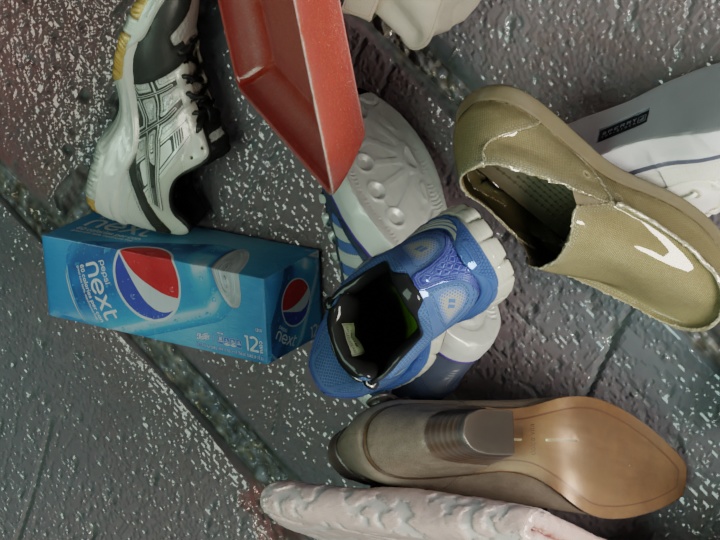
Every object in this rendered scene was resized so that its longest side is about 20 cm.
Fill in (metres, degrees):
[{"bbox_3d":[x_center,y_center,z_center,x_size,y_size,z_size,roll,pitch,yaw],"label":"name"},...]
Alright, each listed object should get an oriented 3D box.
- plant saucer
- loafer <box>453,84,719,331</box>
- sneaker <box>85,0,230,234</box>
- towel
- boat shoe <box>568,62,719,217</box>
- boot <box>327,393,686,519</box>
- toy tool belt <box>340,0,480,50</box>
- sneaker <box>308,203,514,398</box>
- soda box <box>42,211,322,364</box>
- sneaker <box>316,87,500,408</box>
[{"bbox_3d":[-0.051,-0.173,1.241,0.200,0.037,0.201,-129,24,-58],"label":"plant saucer"},{"bbox_3d":[0.129,-0.022,1.150,0.200,0.068,0.076,34,140,-4],"label":"loafer"},{"bbox_3d":[-0.123,-0.116,1.377,0.087,0.076,0.201,22,123,10],"label":"sneaker"},{"bbox_3d":[0.067,0.170,1.278,0.199,0.191,0.032,0,72,36],"label":"towel"},{"bbox_3d":[0.187,-0.064,1.175,0.199,0.071,0.070,-20,122,35],"label":"boat shoe"},{"bbox_3d":[0.084,0.117,1.271,0.146,0.199,0.071,-18,59,56],"label":"boot"},{"bbox_3d":[0.023,-0.239,1.179,0.123,0.125,0.201,29,131,21],"label":"toy tool belt"},{"bbox_3d":[0.007,0.028,1.183,0.079,0.089,0.200,58,149,10],"label":"sneaker"},{"bbox_3d":[-0.126,0.009,1.416,0.199,0.068,0.065,10,113,33],"label":"soda box"},{"bbox_3d":[0.000,0.000,1.317,0.146,0.080,0.201,-44,70,48],"label":"sneaker"}]
